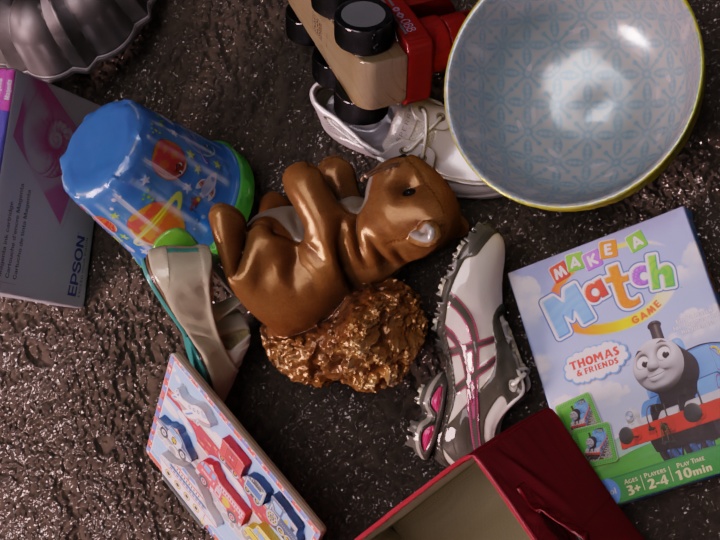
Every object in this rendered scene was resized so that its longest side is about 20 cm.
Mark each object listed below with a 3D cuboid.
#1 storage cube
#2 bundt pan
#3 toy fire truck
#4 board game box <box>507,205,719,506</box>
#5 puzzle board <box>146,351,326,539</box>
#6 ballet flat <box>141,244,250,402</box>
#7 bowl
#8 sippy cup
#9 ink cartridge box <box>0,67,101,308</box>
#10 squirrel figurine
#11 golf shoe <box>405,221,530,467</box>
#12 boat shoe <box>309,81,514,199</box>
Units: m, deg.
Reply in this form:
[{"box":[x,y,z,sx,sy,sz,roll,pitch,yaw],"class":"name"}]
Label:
[{"box":[0.099,0.226,0.961,0.200,0.180,0.171,-41,78,22],"class":"storage cube"},{"box":[-0.293,-0.280,1.261,0.201,0.076,0.202,-6,64,12],"class":"bundt pan"},{"box":[0.051,-0.234,1.107,0.200,0.129,0.176,-16,48,-16],"class":"toy fire truck"},{"box":[0.214,0.071,1.037,0.151,0.037,0.200,-22,73,21],"class":"board game box"},{"box":[-0.113,0.184,1.127,0.200,0.017,0.151,47,140,22],"class":"puzzle board"},{"box":[-0.125,0.045,1.125,0.069,0.200,0.070,-5,54,7],"class":"ballet flat"},{"box":[0.176,-0.136,1.045,0.200,0.108,0.201,-4,80,24],"class":"bowl"},{"box":[-0.183,-0.077,1.164,0.178,0.130,0.140,11,72,42],"class":"sippy cup"},{"box":[-0.307,-0.074,1.201,0.043,0.200,0.197,5,85,24],"class":"ink cartridge box"},{"box":[0.000,0.000,1.098,0.186,0.142,0.200,-15,85,17],"class":"squirrel figurine"},{"box":[0.100,0.062,1.070,0.088,0.077,0.200,14,101,20],"class":"golf shoe"},{"box":[0.043,-0.112,1.122,0.200,0.069,0.071,20,87,24],"class":"boat shoe"}]
